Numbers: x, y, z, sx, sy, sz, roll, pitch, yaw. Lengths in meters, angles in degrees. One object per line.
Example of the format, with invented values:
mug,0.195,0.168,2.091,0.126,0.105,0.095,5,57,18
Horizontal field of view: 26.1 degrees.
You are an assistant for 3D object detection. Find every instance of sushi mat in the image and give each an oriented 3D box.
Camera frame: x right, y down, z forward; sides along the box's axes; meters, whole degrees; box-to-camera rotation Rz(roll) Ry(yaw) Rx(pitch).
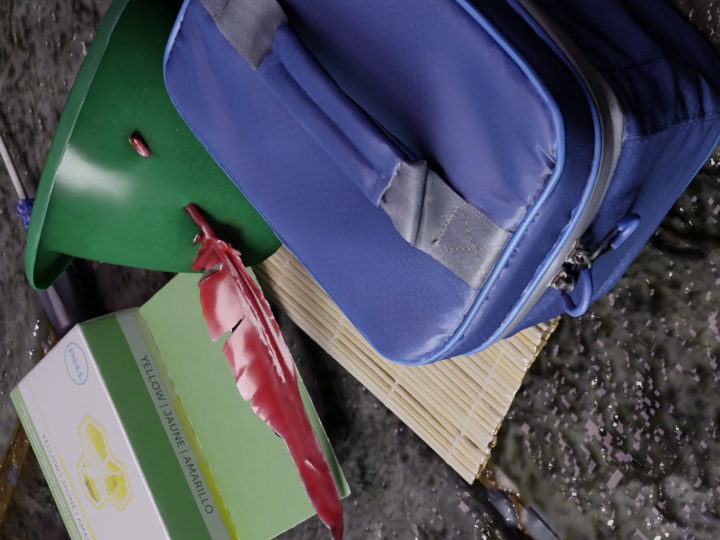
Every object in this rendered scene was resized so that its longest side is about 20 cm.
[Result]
sushi mat,0.000,0.000,0.702,0.200,0.012,0.096,41,127,29

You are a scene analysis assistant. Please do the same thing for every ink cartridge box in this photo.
ink cartridge box,-0.099,0.086,0.790,0.200,0.048,0.146,-39,73,50

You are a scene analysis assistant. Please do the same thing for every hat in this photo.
hat,-0.035,-0.027,0.681,0.175,0.166,0.200,25,141,0

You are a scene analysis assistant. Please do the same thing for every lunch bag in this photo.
lunch bag,0.026,-0.060,0.576,0.200,0.132,0.136,48,130,25

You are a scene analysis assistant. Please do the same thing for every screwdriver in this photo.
screwdriver,-0.197,-0.052,0.872,0.028,0.029,0.201,-40,73,42
